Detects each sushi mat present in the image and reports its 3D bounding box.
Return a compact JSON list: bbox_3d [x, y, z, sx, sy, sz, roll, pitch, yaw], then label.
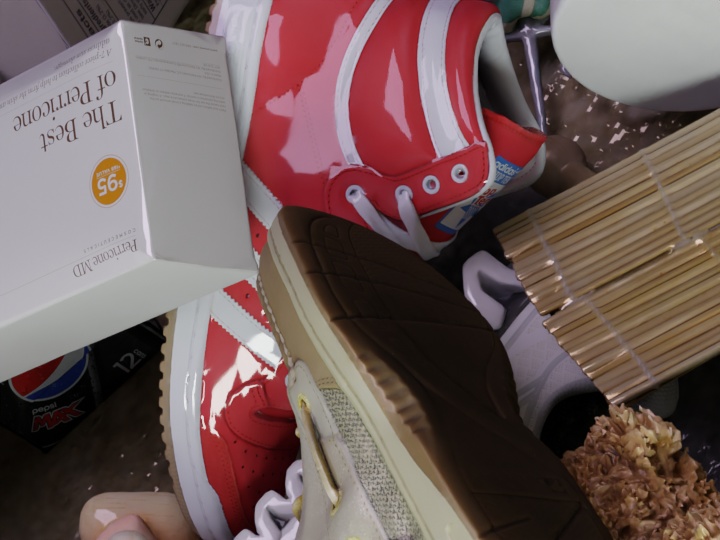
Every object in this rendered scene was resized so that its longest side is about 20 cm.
[{"bbox_3d":[0.145,-0.030,0.955,0.200,0.012,0.096,-29,45,-1],"label":"sushi mat"}]

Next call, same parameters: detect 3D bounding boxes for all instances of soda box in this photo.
[{"bbox_3d":[-0.151,-0.024,1.193,0.071,0.063,0.200,-42,45,10],"label":"soda box"}]

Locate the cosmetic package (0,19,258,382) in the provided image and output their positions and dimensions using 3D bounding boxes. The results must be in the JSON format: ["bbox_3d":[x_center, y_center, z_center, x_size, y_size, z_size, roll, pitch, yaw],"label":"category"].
[{"bbox_3d":[-0.122,-0.011,1.008,0.200,0.051,0.083,-23,71,41],"label":"cosmetic package"}]

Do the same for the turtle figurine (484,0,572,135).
[{"bbox_3d":[-0.002,-0.084,1.094,0.150,0.101,0.200,-33,42,18],"label":"turtle figurine"}]

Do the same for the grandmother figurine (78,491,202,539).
[{"bbox_3d":[-0.080,0.141,0.960,0.060,0.122,0.200,2,25,1],"label":"grandmother figurine"}]

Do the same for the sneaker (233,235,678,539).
[{"bbox_3d":[0.024,0.082,0.980,0.081,0.075,0.200,35,84,34],"label":"sneaker"}]

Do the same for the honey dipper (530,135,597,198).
[{"bbox_3d":[0.114,-0.001,0.985,0.038,0.038,0.200,-52,43,-1],"label":"honey dipper"}]

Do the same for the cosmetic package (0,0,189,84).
[{"bbox_3d":[-0.105,-0.155,1.173,0.073,0.104,0.200,-7,39,36],"label":"cosmetic package"}]

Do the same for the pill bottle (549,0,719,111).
[{"bbox_3d":[0.110,-0.163,1.040,0.109,0.110,0.201,-19,53,29],"label":"pill bottle"}]

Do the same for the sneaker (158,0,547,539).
[{"bbox_3d":[0.000,0.000,0.996,0.112,0.071,0.201,8,99,16],"label":"sneaker"}]

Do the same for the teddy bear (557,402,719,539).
[{"bbox_3d":[0.103,0.125,0.859,0.200,0.067,0.146,-143,50,-67],"label":"teddy bear"}]

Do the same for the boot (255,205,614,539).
[{"bbox_3d":[-0.008,0.089,0.905,0.155,0.072,0.200,-59,39,26],"label":"boot"}]
